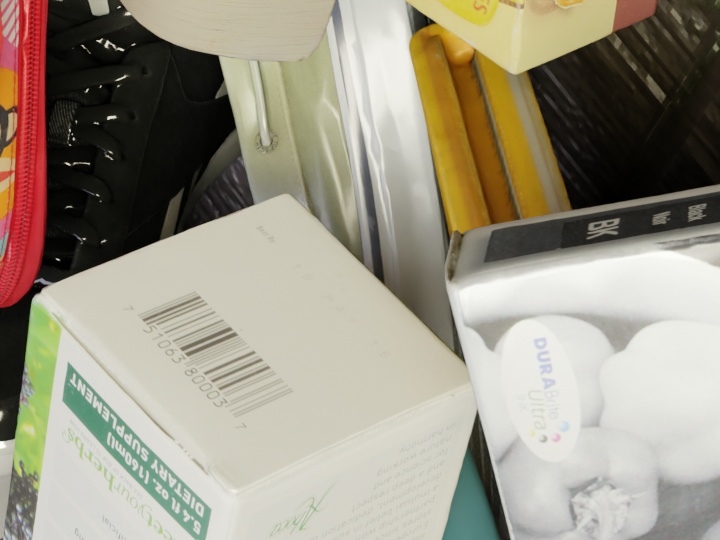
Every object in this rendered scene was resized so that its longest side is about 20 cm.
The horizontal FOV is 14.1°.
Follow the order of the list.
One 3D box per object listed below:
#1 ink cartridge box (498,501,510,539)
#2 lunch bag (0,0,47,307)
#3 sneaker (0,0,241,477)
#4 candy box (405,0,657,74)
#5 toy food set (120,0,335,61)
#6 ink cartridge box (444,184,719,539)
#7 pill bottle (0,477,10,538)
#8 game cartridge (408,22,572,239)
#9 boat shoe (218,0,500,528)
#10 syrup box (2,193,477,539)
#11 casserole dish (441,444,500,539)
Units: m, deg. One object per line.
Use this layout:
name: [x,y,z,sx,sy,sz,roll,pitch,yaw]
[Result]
ink cartridge box: [-0.007,0.091,0.931,0.144,0.084,0.200,-18,97,64]
lunch bag: [-0.134,-0.089,0.750,0.176,0.082,0.200,33,125,53]
sneaker: [-0.086,-0.046,0.831,0.073,0.200,0.112,8,136,20]
candy box: [-0.002,-0.150,0.763,0.200,0.055,0.115,39,141,37]
toy food set: [-0.051,-0.169,0.727,0.200,0.060,0.144,57,146,31]
ink cartridge box: [0.135,0.067,0.608,0.043,0.200,0.198,-79,-24,-66]
pill bottle: [-0.171,-0.003,0.978,0.109,0.109,0.200,-2,109,58]
game cartridge: [0.051,0.060,0.748,0.176,0.032,0.200,-101,0,-58]
boat shoe: [0.000,0.000,0.836,0.062,0.072,0.200,-7,95,13]
syrup box: [-0.040,0.086,0.746,0.079,0.081,0.200,44,140,30]
casserole dish: [0.002,0.096,0.802,0.121,0.039,0.200,-1,112,52]
